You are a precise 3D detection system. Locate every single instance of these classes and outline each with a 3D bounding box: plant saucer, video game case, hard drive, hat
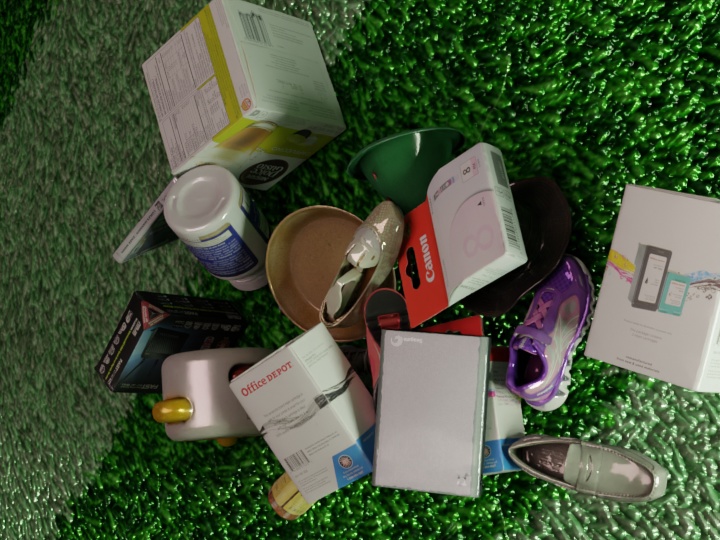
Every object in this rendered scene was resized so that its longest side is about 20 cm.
[{"bbox_3d":[-0.037,0.001,1.661,0.199,0.035,0.201,9,114,22],"label":"plant saucer"},{"bbox_3d":[-0.283,-0.098,1.885,0.023,0.200,0.182,46,117,7],"label":"video game case"},{"bbox_3d":[0.090,0.177,1.506,0.139,0.033,0.201,3,88,18],"label":"hard drive"},{"bbox_3d":[0.167,-0.046,1.521,0.200,0.081,0.201,-30,46,37],"label":"hat"},{"bbox_3d":[0.085,-0.076,1.594,0.165,0.200,0.177,-18,77,13],"label":"hat"}]

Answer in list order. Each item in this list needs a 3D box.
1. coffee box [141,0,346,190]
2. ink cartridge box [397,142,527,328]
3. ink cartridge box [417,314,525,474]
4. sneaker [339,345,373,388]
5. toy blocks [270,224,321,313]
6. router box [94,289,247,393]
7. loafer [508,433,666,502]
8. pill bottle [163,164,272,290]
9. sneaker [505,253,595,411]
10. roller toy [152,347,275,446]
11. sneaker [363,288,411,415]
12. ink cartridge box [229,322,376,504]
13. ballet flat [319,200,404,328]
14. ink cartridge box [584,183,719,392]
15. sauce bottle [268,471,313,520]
[{"bbox_3d":[-0.177,-0.261,1.803,0.198,0.199,0.201,-33,66,34],"label":"coffee box"},{"bbox_3d":[0.107,-0.042,1.490,0.200,0.057,0.163,-30,56,33],"label":"ink cartridge box"},{"bbox_3d":[0.144,0.167,1.559,0.116,0.067,0.201,-16,75,38],"label":"ink cartridge box"},{"bbox_3d":[-0.002,0.135,1.659,0.200,0.115,0.075,-8,80,41],"label":"sneaker"},{"bbox_3d":[-0.059,0.017,1.746,0.199,0.100,0.137,12,105,34],"label":"toy blocks"},{"bbox_3d":[-0.292,0.116,1.855,0.062,0.200,0.150,45,114,36],"label":"router box"},{"bbox_3d":[0.270,0.239,1.439,0.200,0.070,0.070,4,88,41],"label":"loafer"},{"bbox_3d":[-0.199,-0.056,1.786,0.119,0.200,0.120,-10,56,16],"label":"pill bottle"},{"bbox_3d":[0.229,0.075,1.483,0.080,0.088,0.201,15,92,43],"label":"sneaker"},{"bbox_3d":[-0.203,0.192,1.779,0.182,0.200,0.140,-6,81,7],"label":"roller toy"},{"bbox_3d":[0.047,0.123,1.585,0.073,0.087,0.201,-6,89,-1],"label":"sneaker"},{"bbox_3d":[-0.062,0.192,1.605,0.144,0.084,0.200,-34,90,40],"label":"ink cartridge box"},{"bbox_3d":[0.000,0.000,1.580,0.067,0.062,0.200,39,122,27],"label":"ballet flat"},{"bbox_3d":[0.368,0.021,1.330,0.146,0.146,0.201,17,95,42],"label":"ink cartridge box"},{"bbox_3d":[-0.054,0.282,1.722,0.200,0.066,0.066,-45,58,26],"label":"sauce bottle"}]
